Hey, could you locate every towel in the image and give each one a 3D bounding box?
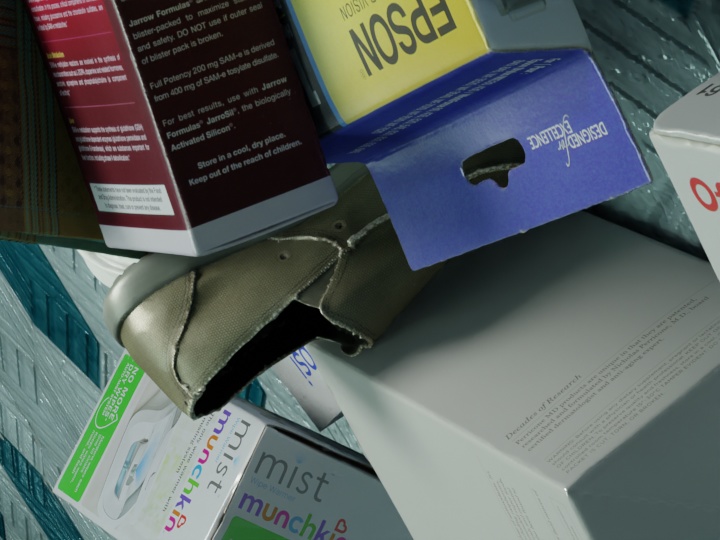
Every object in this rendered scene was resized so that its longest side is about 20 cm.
[{"bbox_3d":[-0.093,-0.077,1.093,0.022,0.200,0.147,-7,82,37],"label":"towel"}]

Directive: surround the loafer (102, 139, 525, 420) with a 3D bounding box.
[{"bbox_3d":[0.000,0.000,1.090,0.070,0.200,0.075,65,-175,23],"label":"loafer"}]

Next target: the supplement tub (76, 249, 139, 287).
[{"bbox_3d":[-0.099,-0.097,1.254,0.144,0.144,0.200,38,156,43],"label":"supplement tub"}]

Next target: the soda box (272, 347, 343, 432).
[{"bbox_3d":[0.003,0.018,1.335,0.068,0.063,0.200,53,163,5],"label":"soda box"}]

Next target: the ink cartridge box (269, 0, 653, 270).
[{"bbox_3d":[0.003,-0.100,0.938,0.198,0.047,0.200,-22,88,67],"label":"ink cartridge box"}]

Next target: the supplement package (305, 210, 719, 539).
[{"bbox_3d":[0.092,0.064,1.088,0.200,0.120,0.121,27,150,57],"label":"supplement package"}]

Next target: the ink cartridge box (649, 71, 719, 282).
[{"bbox_3d":[0.188,0.025,0.822,0.200,0.085,0.145,61,162,-22],"label":"ink cartridge box"}]

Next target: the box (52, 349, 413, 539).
[{"bbox_3d":[-0.028,0.133,1.445,0.200,0.097,0.176,28,178,-31],"label":"box"}]

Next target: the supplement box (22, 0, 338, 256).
[{"bbox_3d":[-0.082,-0.109,0.992,0.109,0.061,0.200,7,117,67],"label":"supplement box"}]
